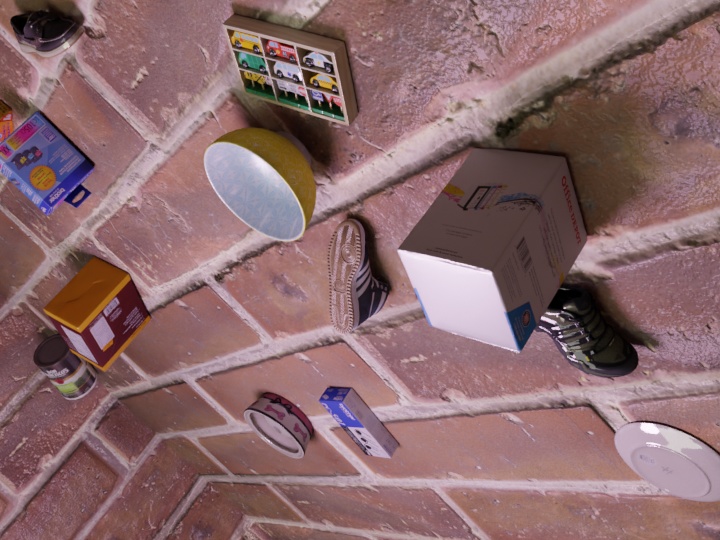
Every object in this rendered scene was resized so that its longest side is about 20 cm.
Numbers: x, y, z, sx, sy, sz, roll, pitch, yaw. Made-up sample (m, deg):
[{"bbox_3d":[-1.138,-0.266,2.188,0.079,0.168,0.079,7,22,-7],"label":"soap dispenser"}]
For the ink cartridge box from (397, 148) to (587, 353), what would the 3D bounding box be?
[{"bbox_3d":[0.173,-0.033,1.079,0.143,0.201,0.148,14,144,39],"label":"ink cartridge box"}]

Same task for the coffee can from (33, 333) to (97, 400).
[{"bbox_3d":[-1.051,0.344,3.034,0.145,0.147,0.201,17,145,32],"label":"coffee can"}]

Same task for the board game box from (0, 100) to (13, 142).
[{"bbox_3d":[-0.930,-0.312,1.917,0.199,0.201,0.200,39,151,-2],"label":"board game box"}]

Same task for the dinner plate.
[{"bbox_3d":[0.507,0.320,1.385,0.198,0.024,0.201,29,149,19],"label":"dinner plate"}]

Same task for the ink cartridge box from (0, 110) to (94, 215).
[{"bbox_3d":[-0.672,-0.218,1.827,0.200,0.137,0.076,46,155,-15],"label":"ink cartridge box"}]

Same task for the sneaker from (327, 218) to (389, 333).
[{"bbox_3d":[0.000,0.000,1.468,0.069,0.108,0.203,19,116,34],"label":"sneaker"}]

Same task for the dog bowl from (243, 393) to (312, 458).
[{"bbox_3d":[-0.212,0.409,2.262,0.198,0.074,0.201,27,149,18],"label":"dog bowl"}]

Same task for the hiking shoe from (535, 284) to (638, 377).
[{"bbox_3d":[0.311,0.077,1.206,0.199,0.076,0.101,33,154,11],"label":"hiking shoe"}]

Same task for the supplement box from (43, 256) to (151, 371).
[{"bbox_3d":[-0.693,0.116,2.258,0.131,0.198,0.201,23,147,25],"label":"supplement box"}]

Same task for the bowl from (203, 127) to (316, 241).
[{"bbox_3d":[-0.140,-0.156,1.348,0.198,0.108,0.201,27,149,18],"label":"bowl"}]

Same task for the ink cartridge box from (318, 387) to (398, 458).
[{"bbox_3d":[-0.003,0.355,1.981,0.093,0.044,0.201,-7,127,50],"label":"ink cartridge box"}]

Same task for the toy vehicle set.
[{"bbox_3d":[-0.099,-0.285,1.205,0.198,0.027,0.125,21,147,28],"label":"toy vehicle set"}]

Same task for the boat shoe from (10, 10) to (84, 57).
[{"bbox_3d":[-0.555,-0.419,1.483,0.198,0.072,0.065,16,150,44],"label":"boat shoe"}]
